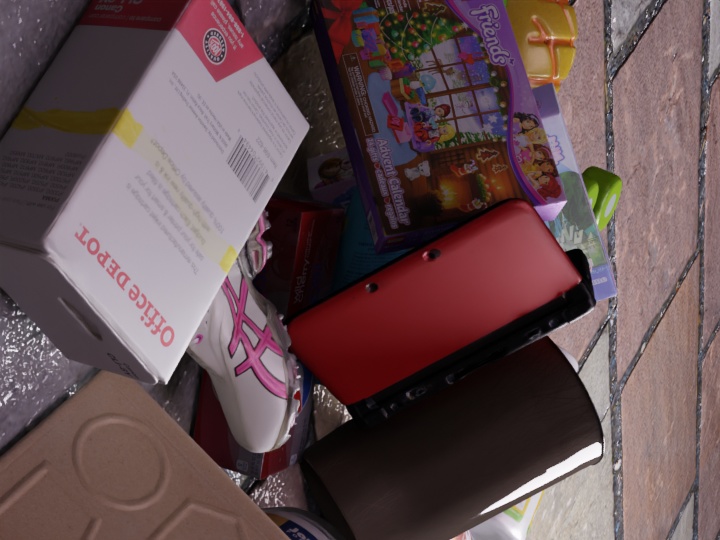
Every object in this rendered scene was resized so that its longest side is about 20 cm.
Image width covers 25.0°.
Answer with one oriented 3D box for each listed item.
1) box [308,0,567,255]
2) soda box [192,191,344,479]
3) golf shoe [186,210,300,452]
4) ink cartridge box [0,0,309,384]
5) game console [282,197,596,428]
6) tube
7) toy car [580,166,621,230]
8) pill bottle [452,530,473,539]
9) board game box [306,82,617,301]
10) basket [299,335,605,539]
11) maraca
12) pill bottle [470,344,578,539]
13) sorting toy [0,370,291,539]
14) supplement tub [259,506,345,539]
[{"bbox_3d":[0.053,-0.120,1.166,0.039,0.136,0.201,113,-37,-68],"label":"box"},{"bbox_3d":[-0.069,0.045,1.188,0.070,0.063,0.201,-10,112,-63],"label":"soda box"},{"bbox_3d":[-0.100,0.034,1.097,0.092,0.073,0.201,-20,106,-31],"label":"golf shoe"},{"bbox_3d":[-0.132,-0.057,0.964,0.200,0.083,0.145,-63,143,-25],"label":"ink cartridge box"},{"bbox_3d":[0.058,0.016,1.189,0.119,0.200,0.172,59,13,-13],"label":"game console"},{"bbox_3d":[0.000,0.000,1.239,0.077,0.050,0.200,-8,135,-40],"label":"tube"},{"bbox_3d":[0.105,-0.019,1.410,0.158,0.164,0.201,-12,125,-66],"label":"toy car"},{"bbox_3d":[0.037,0.228,1.444,0.112,0.112,0.200,-61,151,-27],"label":"pill bottle"},{"bbox_3d":[0.084,-0.033,1.281,0.041,0.199,0.200,-96,165,-48],"label":"board game box"},{"bbox_3d":[0.064,0.141,1.259,0.200,0.136,0.180,-29,-179,-11],"label":"basket"},{"bbox_3d":[0.139,-0.221,1.424,0.137,0.107,0.201,63,38,-62],"label":"maraca"},{"bbox_3d":[0.146,0.169,1.634,0.200,0.111,0.111,-65,152,-22],"label":"pill bottle"},{"bbox_3d":[-0.147,0.172,1.006,0.036,0.185,0.200,-45,179,39],"label":"sorting toy"},{"bbox_3d":[-0.086,0.251,1.154,0.200,0.144,0.145,-20,122,-70],"label":"supplement tub"}]
